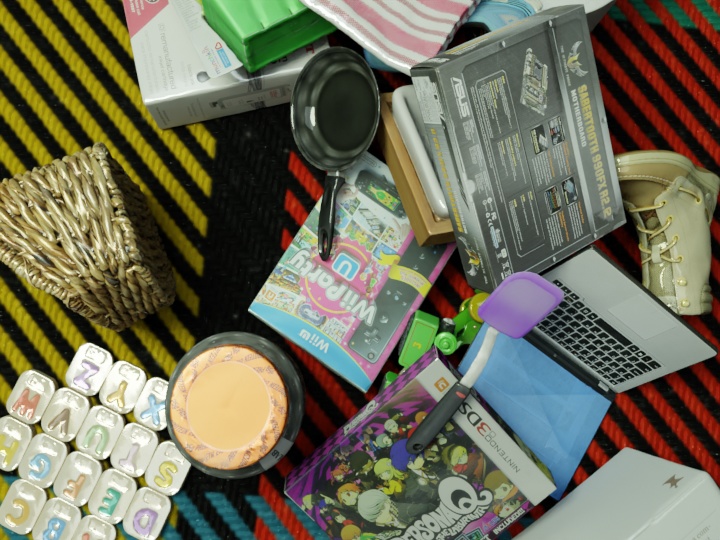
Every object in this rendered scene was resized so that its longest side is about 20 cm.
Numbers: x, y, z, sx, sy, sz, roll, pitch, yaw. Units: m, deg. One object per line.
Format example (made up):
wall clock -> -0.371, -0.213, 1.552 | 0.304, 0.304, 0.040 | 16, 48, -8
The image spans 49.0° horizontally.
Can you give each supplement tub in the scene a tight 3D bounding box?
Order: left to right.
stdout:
supplement tub -> -0.109, 0.120, 0.721 | 0.119, 0.200, 0.126 | 0, 84, -4

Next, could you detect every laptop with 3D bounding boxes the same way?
laptop -> 0.205, 0.109, 0.759 | 0.186, 0.199, 0.118 | 34, 49, -20

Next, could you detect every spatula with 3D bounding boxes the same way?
spatula -> 0.098, 0.085, 0.690 | 0.056, 0.021, 0.202 | 29, 104, -20

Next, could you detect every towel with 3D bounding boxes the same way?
towel -> 0.043, -0.275, 0.701 | 0.145, 0.030, 0.202 | 32, 66, 3

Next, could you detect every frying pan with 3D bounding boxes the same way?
frying pan -> -0.013, -0.118, 0.759 | 0.113, 0.031, 0.195 | -19, 83, 38

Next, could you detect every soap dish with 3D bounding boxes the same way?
soap dish -> 0.118, -0.109, 0.783 | 0.196, 0.082, 0.160 | -11, 66, -24

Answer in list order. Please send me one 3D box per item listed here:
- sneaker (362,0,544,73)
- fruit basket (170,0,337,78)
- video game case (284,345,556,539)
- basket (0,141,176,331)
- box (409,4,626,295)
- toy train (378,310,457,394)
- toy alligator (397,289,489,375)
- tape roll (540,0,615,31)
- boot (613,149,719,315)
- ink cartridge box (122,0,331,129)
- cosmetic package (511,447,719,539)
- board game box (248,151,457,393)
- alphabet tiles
sneaker -> 0.075, -0.221, 0.754 | 0.090, 0.197, 0.080 | -42, 124, -39
fruit basket -> -0.104, -0.299, 0.757 | 0.183, 0.094, 0.202 | -29, 70, -8
video game case -> 0.057, 0.202, 0.754 | 0.199, 0.036, 0.182 | -41, 103, 11
basket -> -0.262, -0.007, 0.728 | 0.146, 0.200, 0.146 | -21, 86, -8
box -> 0.141, -0.105, 0.684 | 0.156, 0.048, 0.204 | -27, 112, -20
toy train -> 0.041, 0.135, 0.780 | 0.055, 0.042, 0.204 | 20, 104, 1
toy alligator -> 0.124, 0.055, 0.814 | 0.054, 0.059, 0.200 | 44, 83, 2
tape roll -> 0.181, -0.332, 0.824 | 0.197, 0.139, 0.208 | 0, 83, -4
boot -> 0.299, -0.031, 0.797 | 0.197, 0.072, 0.160 | 8, 84, -43
ink cartridge box -> -0.136, -0.248, 0.822 | 0.195, 0.083, 0.150 | -13, 84, -5
cosmetic package -> 0.278, 0.306, 0.736 | 0.166, 0.166, 0.202 | -35, 90, -7
board game box -> 0.000, 0.000, 0.812 | 0.146, 0.064, 0.202 | 33, 83, 2
alphabet tiles -> -0.273, 0.186, 0.797 | 0.197, 0.015, 0.199 | 26, 83, -1
